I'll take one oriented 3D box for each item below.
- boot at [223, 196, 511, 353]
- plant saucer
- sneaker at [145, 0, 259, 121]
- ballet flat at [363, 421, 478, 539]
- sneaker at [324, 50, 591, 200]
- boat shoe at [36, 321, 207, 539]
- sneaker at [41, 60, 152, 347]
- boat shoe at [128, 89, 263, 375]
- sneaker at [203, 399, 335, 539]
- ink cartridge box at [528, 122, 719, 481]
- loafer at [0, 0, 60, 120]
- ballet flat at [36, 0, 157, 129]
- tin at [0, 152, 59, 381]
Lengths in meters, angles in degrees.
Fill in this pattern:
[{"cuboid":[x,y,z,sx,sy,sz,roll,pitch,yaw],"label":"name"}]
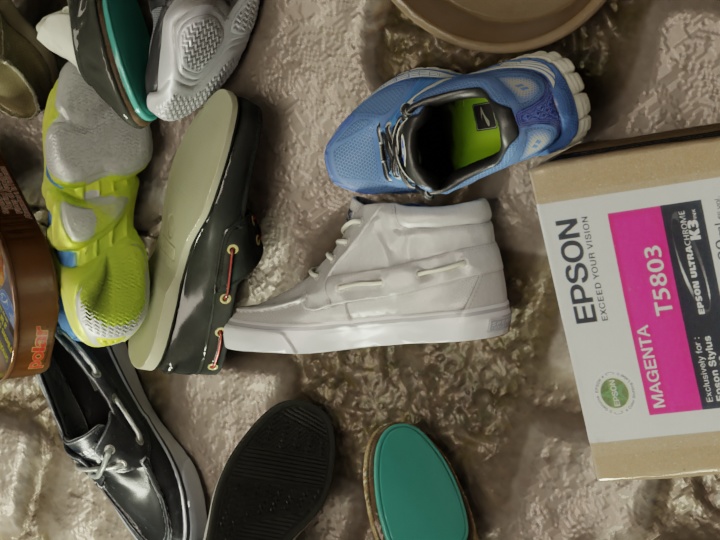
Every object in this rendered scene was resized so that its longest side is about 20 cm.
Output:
[{"cuboid":[0.000,0.000,1.611,0.199,0.074,0.096,-5,94,23],"label":"boot"},{"cuboid":[0.083,-0.232,1.516,0.200,0.029,0.201,9,108,29],"label":"plant saucer"},{"cuboid":[-0.122,-0.204,1.624,0.114,0.075,0.201,29,113,26],"label":"sneaker"},{"cuboid":[0.048,0.196,1.624,0.065,0.070,0.200,120,131,-66],"label":"ballet flat"},{"cuboid":[0.042,-0.085,1.535,0.200,0.089,0.079,-15,95,47],"label":"sneaker"},{"cuboid":[-0.174,0.116,1.738,0.072,0.068,0.201,-23,91,33],"label":"boat shoe"},{"cuboid":[-0.190,-0.043,1.702,0.105,0.076,0.201,152,120,-63],"label":"sneaker"},{"cuboid":[-0.098,-0.024,1.663,0.074,0.063,0.202,-126,48,-59],"label":"boat shoe"},{"cuboid":[-0.078,0.187,1.695,0.083,0.121,0.200,25,76,-9],"label":"sneaker"},{"cuboid":[0.203,0.016,1.483,0.164,0.075,0.201,-9,98,31],"label":"ink cartridge box"},{"cuboid":[-0.260,-0.153,1.660,0.076,0.200,0.068,22,69,26],"label":"loafer"},{"cuboid":[-0.181,-0.187,1.662,0.068,0.068,0.201,-12,86,22],"label":"ballet flat"},{"cuboid":[-0.253,-0.009,1.718,0.200,0.042,0.112,58,140,41],"label":"tin"}]
